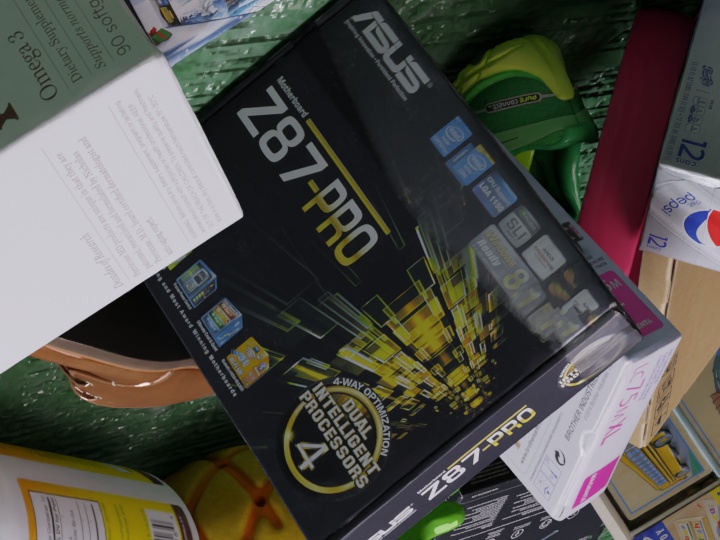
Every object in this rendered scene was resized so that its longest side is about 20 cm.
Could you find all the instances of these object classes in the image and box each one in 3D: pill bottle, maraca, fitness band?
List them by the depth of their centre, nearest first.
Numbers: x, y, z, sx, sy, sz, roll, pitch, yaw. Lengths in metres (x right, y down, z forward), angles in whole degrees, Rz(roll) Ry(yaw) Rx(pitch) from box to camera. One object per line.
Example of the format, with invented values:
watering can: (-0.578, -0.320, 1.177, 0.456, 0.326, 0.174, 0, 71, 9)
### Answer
pill bottle: (-0.173, 0.140, 1.001, 0.109, 0.110, 0.200, -44, 150, 16)
fitness band: (0.128, -0.031, 1.016, 0.144, 0.037, 0.202, 73, 31, -70)
maraca: (-0.040, 0.145, 1.121, 0.198, 0.137, 0.108, -14, 111, 5)

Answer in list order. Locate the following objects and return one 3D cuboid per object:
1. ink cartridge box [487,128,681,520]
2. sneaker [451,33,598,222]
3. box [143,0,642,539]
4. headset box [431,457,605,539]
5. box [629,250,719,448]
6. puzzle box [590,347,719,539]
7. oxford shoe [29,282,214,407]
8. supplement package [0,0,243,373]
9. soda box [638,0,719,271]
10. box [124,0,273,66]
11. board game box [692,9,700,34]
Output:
ink cartridge box: (0.054, 0.003, 0.949, 0.042, 0.200, 0.120, -26, 151, -33)
sneaker: (0.060, -0.024, 1.030, 0.074, 0.084, 0.201, -16, 147, -30)
box: (0.000, 0.000, 0.882, 0.161, 0.201, 0.049, -37, 153, 6)
headset box: (0.068, 0.144, 1.276, 0.173, 0.093, 0.201, -13, 145, -35)
box: (0.191, -0.016, 1.071, 0.164, 0.021, 0.201, -49, 157, -25)
puzzle box: (0.175, 0.080, 1.185, 0.132, 0.201, 0.025, -29, 160, -11)
oxford shoe: (-0.116, 0.035, 0.951, 0.071, 0.072, 0.199, -40, 152, 19)
supplement package: (-0.164, -0.033, 0.748, 0.199, 0.117, 0.118, -33, 151, -5)
soda box: (0.184, -0.097, 0.955, 0.068, 0.063, 0.201, 92, 15, -55)
box: (-0.017, -0.175, 0.771, 0.199, 0.040, 0.137, -33, 152, -4)
board game box: (0.244, -0.098, 1.144, 0.199, 0.057, 0.166, -9, 144, -39)
